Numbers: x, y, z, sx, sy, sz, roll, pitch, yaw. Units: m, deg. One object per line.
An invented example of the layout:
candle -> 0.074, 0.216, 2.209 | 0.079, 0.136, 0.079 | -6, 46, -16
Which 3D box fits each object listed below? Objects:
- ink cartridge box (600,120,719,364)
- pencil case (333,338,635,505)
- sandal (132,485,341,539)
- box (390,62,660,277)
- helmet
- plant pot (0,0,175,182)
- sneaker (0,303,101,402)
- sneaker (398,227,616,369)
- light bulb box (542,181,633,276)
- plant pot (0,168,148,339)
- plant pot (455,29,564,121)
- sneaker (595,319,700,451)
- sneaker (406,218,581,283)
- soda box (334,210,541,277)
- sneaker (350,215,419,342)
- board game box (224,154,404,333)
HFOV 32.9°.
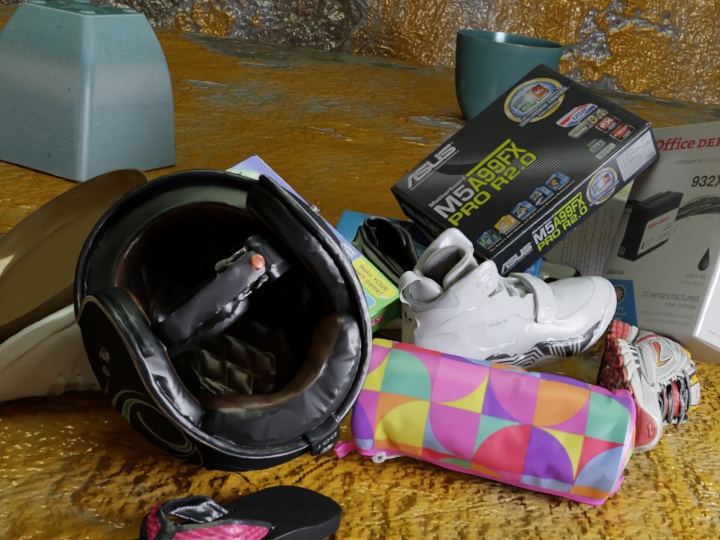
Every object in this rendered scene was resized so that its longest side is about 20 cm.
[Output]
ink cartridge box -> 0.303, -0.026, 1.083 | 0.084, 0.201, 0.145 | 25, -10, -26
pencil case -> 0.087, 0.106, 0.840 | 0.199, 0.089, 0.088 | 9, 17, 9
sandal -> -0.084, 0.146, 0.687 | 0.075, 0.045, 0.200 | 19, 20, 32
box -> 0.151, -0.092, 1.137 | 0.200, 0.044, 0.160 | -39, 44, -8
helmet -> -0.090, 0.032, 0.802 | 0.199, 0.201, 0.191 | 2, 2, -19
plant pot -> -0.361, -0.242, 1.572 | 0.196, 0.201, 0.196 | 16, 18, 26
sneaker -> -0.182, 0.065, 0.884 | 0.199, 0.089, 0.075 | -25, -4, -28
sneaker -> 0.117, 0.021, 0.979 | 0.199, 0.115, 0.075 | -20, 34, -15
light bulb box -> 0.318, -0.030, 1.304 | 0.200, 0.125, 0.198 | 21, 22, 40
plant pot -> -0.248, -0.010, 0.991 | 0.199, 0.028, 0.200 | -26, 28, 15
plant pot -> 0.266, -0.352, 2.271 | 0.200, 0.162, 0.201 | 7, 16, -2
sneaker -> 0.230, 0.088, 0.962 | 0.082, 0.078, 0.200 | 12, 18, 10
sneaker -> 0.131, -0.010, 1.240 | 0.199, 0.080, 0.074 | 8, 15, -5
soda box -> 0.071, 0.000, 1.174 | 0.199, 0.068, 0.064 | 10, 32, 9
sneaker -> 0.001, 0.000, 1.083 | 0.075, 0.116, 0.200 | -4, 20, -34
board game box -> -0.079, -0.002, 0.998 | 0.134, 0.029, 0.200 | -32, 59, -25
